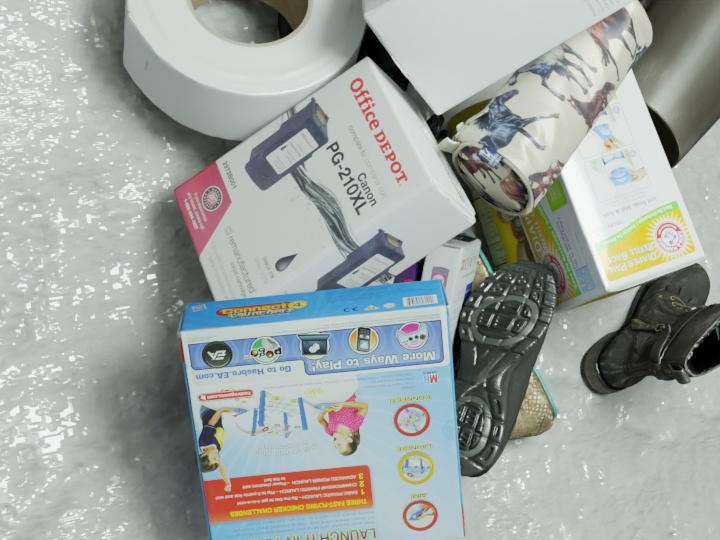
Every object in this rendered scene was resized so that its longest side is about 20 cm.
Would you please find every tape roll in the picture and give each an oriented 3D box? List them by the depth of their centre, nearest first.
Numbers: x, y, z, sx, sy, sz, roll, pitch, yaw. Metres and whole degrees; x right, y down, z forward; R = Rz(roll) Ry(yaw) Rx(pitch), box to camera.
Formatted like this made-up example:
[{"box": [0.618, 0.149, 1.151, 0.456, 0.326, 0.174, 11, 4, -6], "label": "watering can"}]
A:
[{"box": [-0.097, -0.209, 1.217, 0.202, 0.071, 0.203, 5, 62, -9], "label": "tape roll"}]

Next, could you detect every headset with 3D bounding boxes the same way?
[{"box": [0.009, -0.190, 1.298, 0.123, 0.094, 0.200, -21, 79, -30], "label": "headset"}]

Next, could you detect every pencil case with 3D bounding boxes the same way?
[{"box": [0.153, -0.144, 1.170, 0.089, 0.078, 0.200, 41, 73, -15], "label": "pencil case"}]

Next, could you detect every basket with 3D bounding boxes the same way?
[{"box": [0.323, -0.208, 1.446, 0.136, 0.180, 0.200, 32, 68, 24], "label": "basket"}]

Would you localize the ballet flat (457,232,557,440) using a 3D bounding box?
[{"box": [0.110, 0.064, 1.319, 0.065, 0.071, 0.200, -27, 89, -16], "label": "ballet flat"}]

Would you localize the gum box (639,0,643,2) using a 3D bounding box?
[{"box": [0.181, -0.312, 1.432, 0.200, 0.066, 0.114, -6, 81, -29], "label": "gum box"}]

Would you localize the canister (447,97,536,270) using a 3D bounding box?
[{"box": [0.175, -0.067, 1.368, 0.148, 0.087, 0.200, -16, 86, -28], "label": "canister"}]

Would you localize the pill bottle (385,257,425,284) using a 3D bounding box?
[{"box": [0.000, 0.000, 1.243, 0.111, 0.111, 0.200, 24, 70, -22], "label": "pill bottle"}]

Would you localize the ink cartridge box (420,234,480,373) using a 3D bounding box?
[{"box": [0.064, 0.070, 1.256, 0.037, 0.095, 0.200, 10, 97, 13], "label": "ink cartridge box"}]

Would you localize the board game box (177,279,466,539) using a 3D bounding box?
[{"box": [-0.026, 0.115, 1.112, 0.200, 0.056, 0.196, -5, 111, 0], "label": "board game box"}]

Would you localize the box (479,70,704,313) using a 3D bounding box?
[{"box": [0.198, -0.077, 1.267, 0.101, 0.112, 0.200, -18, 83, -19], "label": "box"}]

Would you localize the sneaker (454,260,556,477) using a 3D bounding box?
[{"box": [0.116, 0.086, 1.262, 0.076, 0.091, 0.200, 21, 77, 18], "label": "sneaker"}]

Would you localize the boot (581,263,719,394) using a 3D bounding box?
[{"box": [0.314, 0.051, 1.367, 0.200, 0.174, 0.069, -44, 101, -28], "label": "boot"}]

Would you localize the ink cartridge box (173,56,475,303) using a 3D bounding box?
[{"box": [-0.031, -0.051, 1.161, 0.084, 0.200, 0.145, 39, 21, -53], "label": "ink cartridge box"}]

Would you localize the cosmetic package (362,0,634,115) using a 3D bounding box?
[{"box": [0.110, -0.223, 1.130, 0.113, 0.200, 0.081, 51, 22, -32], "label": "cosmetic package"}]
